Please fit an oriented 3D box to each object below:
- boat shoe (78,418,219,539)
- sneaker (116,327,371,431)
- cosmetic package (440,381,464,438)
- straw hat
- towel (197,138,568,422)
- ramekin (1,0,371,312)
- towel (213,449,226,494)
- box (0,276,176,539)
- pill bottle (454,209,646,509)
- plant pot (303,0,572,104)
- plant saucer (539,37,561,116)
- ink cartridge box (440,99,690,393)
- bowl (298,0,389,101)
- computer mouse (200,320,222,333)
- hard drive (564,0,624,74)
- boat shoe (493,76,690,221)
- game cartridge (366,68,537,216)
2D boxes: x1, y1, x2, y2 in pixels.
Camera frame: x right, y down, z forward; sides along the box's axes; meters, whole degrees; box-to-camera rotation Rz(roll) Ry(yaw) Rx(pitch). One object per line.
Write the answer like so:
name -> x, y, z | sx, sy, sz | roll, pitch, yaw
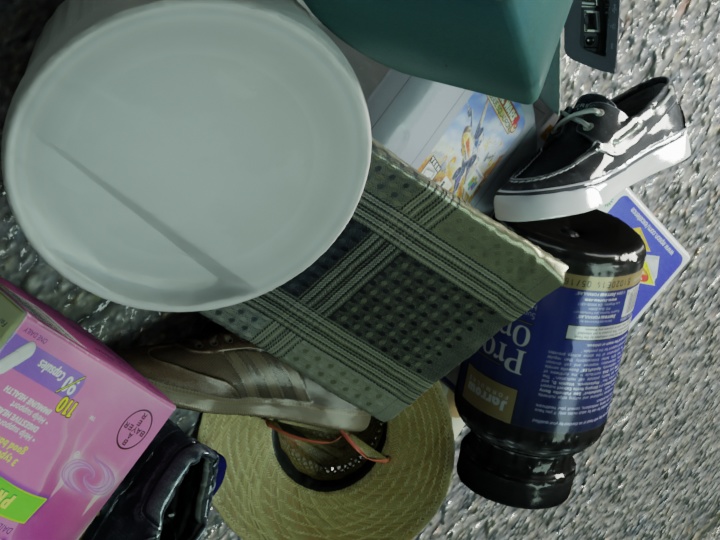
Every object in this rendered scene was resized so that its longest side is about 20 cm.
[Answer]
boat shoe -> -0.161, 0.182, 1.274 | 0.071, 0.091, 0.201 | 5, 110, -56
sneaker -> -0.078, 0.059, 1.359 | 0.199, 0.070, 0.076 | 11, 89, -32
cosmetic package -> 0.077, 0.030, 1.557 | 0.201, 0.071, 0.105 | -58, 148, 5
straw hat -> -0.021, 0.110, 1.478 | 0.085, 0.200, 0.202 | -86, -163, -68
towel -> 0.000, 0.000, 1.271 | 0.199, 0.035, 0.192 | 33, 128, -23
ramekin -> -0.099, -0.083, 1.117 | 0.201, 0.094, 0.204 | -5, 126, -7
towel -> -0.184, 0.165, 1.361 | 0.148, 0.049, 0.200 | -62, 149, -2
box -> -0.236, 0.109, 1.179 | 0.200, 0.097, 0.176 | -52, 148, -3
pill bottle -> 0.128, 0.060, 1.419 | 0.111, 0.111, 0.201 | -13, 121, -48
plant pot -> 0.054, -0.180, 1.099 | 0.200, 0.140, 0.142 | 55, 53, -67
plant saucer -> 0.116, -0.204, 1.343 | 0.201, 0.038, 0.203 | 0, 90, -86
ink cartridge box -> 0.124, 0.005, 1.488 | 0.200, 0.047, 0.198 | -48, 128, 0
bowl -> -0.002, -0.199, 1.227 | 0.199, 0.074, 0.201 | 4, 117, -56
computer mouse -> -0.071, -0.007, 1.357 | 0.058, 0.034, 0.201 | -16, 132, -47
hard drive -> 0.158, -0.244, 1.343 | 0.135, 0.042, 0.202 | -75, 167, -69
boat shoe -> 0.159, -0.087, 1.392 | 0.199, 0.071, 0.068 | -25, 111, -40
game cartridge -> 0.057, -0.083, 1.322 | 0.133, 0.041, 0.200 | -50, 154, -5
